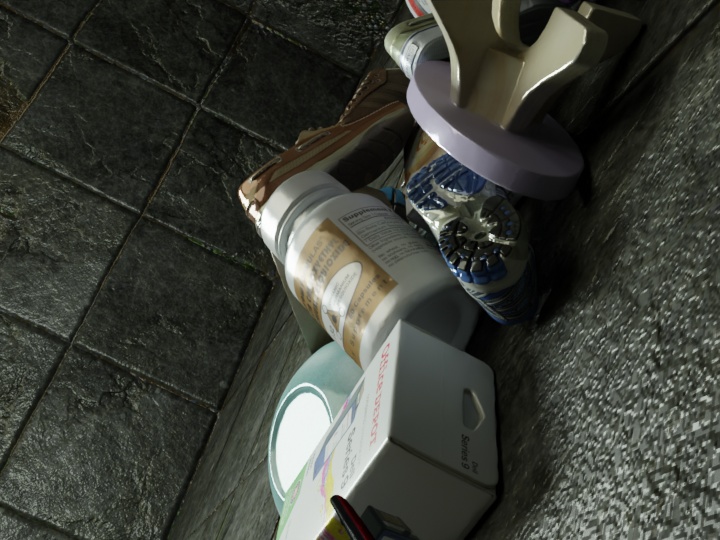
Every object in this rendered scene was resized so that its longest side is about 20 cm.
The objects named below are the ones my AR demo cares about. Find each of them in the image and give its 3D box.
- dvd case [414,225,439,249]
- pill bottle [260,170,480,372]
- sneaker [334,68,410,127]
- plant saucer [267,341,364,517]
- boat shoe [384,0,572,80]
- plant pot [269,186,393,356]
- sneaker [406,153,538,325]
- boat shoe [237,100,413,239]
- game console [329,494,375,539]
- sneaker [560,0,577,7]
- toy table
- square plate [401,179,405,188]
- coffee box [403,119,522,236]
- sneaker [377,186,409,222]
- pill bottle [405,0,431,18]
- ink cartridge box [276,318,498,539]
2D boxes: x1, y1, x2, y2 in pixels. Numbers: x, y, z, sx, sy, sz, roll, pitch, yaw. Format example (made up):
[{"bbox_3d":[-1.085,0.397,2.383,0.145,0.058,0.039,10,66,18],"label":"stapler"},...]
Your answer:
[{"bbox_3d":[0.085,-0.045,1.017,0.202,0.022,0.146,-67,9,-24],"label":"dvd case"},{"bbox_3d":[0.000,0.000,0.775,0.200,0.114,0.115,44,113,39],"label":"pill bottle"},{"bbox_3d":[0.016,-0.173,0.986,0.199,0.076,0.071,-34,-14,-27],"label":"sneaker"},{"bbox_3d":[-0.040,0.162,0.831,0.200,0.038,0.204,-22,62,50],"label":"plant saucer"},{"bbox_3d":[0.114,-0.220,0.830,0.062,0.198,0.073,49,142,37],"label":"boat shoe"},{"bbox_3d":[-0.020,-0.017,0.974,0.133,0.203,0.200,-21,10,-2],"label":"plant pot"},{"bbox_3d":[0.089,-0.028,0.690,0.076,0.086,0.201,-25,31,12],"label":"sneaker"},{"bbox_3d":[-0.034,-0.111,0.879,0.199,0.072,0.076,-36,-26,-19],"label":"boat shoe"},{"bbox_3d":[0.016,0.215,0.376,0.174,0.118,0.200,-65,8,-5],"label":"game console"},{"bbox_3d":[0.196,-0.363,0.868,0.088,0.075,0.203,-179,76,-82],"label":"sneaker"},{"bbox_3d":[0.118,-0.155,0.687,0.200,0.182,0.118,52,132,44],"label":"toy table"},{"bbox_3d":[0.126,-0.196,1.046,0.201,0.028,0.198,-59,-3,27],"label":"square plate"},{"bbox_3d":[0.102,-0.119,0.868,0.115,0.079,0.201,-53,17,26],"label":"coffee box"},{"bbox_3d":[0.012,-0.006,1.097,0.082,0.072,0.202,-40,-32,-74],"label":"sneaker"},{"bbox_3d":[0.119,-0.310,0.839,0.117,0.115,0.200,-67,7,-20],"label":"pill bottle"},{"bbox_3d":[0.013,0.160,0.652,0.201,0.087,0.146,-57,11,28],"label":"ink cartridge box"}]
